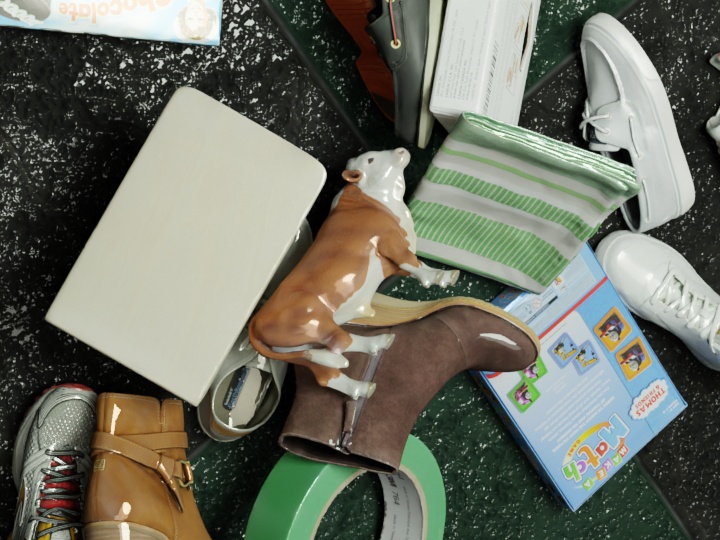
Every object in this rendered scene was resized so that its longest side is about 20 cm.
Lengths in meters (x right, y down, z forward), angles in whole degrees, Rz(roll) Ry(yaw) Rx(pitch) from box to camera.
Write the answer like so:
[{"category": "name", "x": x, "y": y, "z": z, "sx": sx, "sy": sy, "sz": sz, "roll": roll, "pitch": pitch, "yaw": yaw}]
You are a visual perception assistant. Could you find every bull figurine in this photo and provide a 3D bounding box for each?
[{"category": "bull figurine", "x": 0.000, "y": 0.000, "z": 1.116, "sx": 0.121, "sy": 0.065, "sz": 0.200, "roll": 31, "pitch": 75, "yaw": 18}]

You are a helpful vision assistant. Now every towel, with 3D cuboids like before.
[{"category": "towel", "x": 0.119, "y": -0.047, "z": 1.149, "sx": 0.152, "sy": 0.200, "sz": 0.024, "roll": 18, "pitch": 61, "yaw": -8}]

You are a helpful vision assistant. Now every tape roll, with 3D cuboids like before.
[{"category": "tape roll", "x": -0.010, "y": 0.223, "z": 1.179, "sx": 0.200, "sy": 0.048, "sz": 0.202, "roll": -15, "pitch": 110, "yaw": -44}]

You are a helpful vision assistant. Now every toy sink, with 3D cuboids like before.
[{"category": "toy sink", "x": -0.126, "y": -0.019, "z": 1.081, "sx": 0.130, "sy": 0.112, "sz": 0.201, "roll": 29, "pitch": 89, "yaw": -2}]

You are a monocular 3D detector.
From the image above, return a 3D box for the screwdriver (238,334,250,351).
[{"category": "screwdriver", "x": -0.037, "y": -0.008, "z": 1.153, "sx": 0.200, "sy": 0.028, "sz": 0.029, "roll": -46, "pitch": 144, "yaw": -33}]

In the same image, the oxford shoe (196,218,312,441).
[{"category": "oxford shoe", "x": -0.080, "y": 0.045, "z": 1.159, "sx": 0.075, "sy": 0.058, "sz": 0.201, "roll": 18, "pitch": 88, "yaw": -21}]

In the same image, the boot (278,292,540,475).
[{"category": "boot", "x": 0.041, "y": 0.097, "z": 1.151, "sx": 0.199, "sy": 0.073, "sz": 0.167, "roll": 12, "pitch": 50, "yaw": 0}]

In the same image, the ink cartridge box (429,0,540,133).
[{"category": "ink cartridge box", "x": 0.108, "y": -0.206, "z": 1.160, "sx": 0.044, "sy": 0.176, "sz": 0.201, "roll": 10, "pitch": 87, "yaw": 14}]

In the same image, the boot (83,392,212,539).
[{"category": "boot", "x": -0.146, "y": 0.181, "z": 1.129, "sx": 0.073, "sy": 0.200, "sz": 0.156, "roll": -11, "pitch": 72, "yaw": 19}]

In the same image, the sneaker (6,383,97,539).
[{"category": "sneaker", "x": -0.229, "y": 0.187, "z": 1.102, "sx": 0.077, "sy": 0.082, "sz": 0.201, "roll": 7, "pitch": 94, "yaw": -23}]

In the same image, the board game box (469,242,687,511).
[{"category": "board game box", "x": 0.190, "y": 0.093, "z": 1.292, "sx": 0.151, "sy": 0.037, "sz": 0.200, "roll": -39, "pitch": 109, "yaw": -13}]

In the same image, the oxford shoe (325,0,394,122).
[{"category": "oxford shoe", "x": 0.019, "y": -0.222, "z": 1.158, "sx": 0.073, "sy": 0.071, "sz": 0.201, "roll": -34, "pitch": 120, "yaw": -19}]

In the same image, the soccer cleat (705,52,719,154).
[{"category": "soccer cleat", "x": 0.360, "y": -0.109, "z": 1.323, "sx": 0.085, "sy": 0.069, "sz": 0.201, "roll": -3, "pitch": 96, "yaw": -14}]

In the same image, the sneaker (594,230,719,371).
[{"category": "sneaker", "x": 0.309, "y": 0.034, "z": 1.292, "sx": 0.200, "sy": 0.115, "sz": 0.074, "roll": 35, "pitch": 86, "yaw": -22}]

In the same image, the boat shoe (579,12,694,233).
[{"category": "boat shoe", "x": 0.230, "y": -0.126, "z": 1.265, "sx": 0.068, "sy": 0.072, "sz": 0.201, "roll": -32, "pitch": 118, "yaw": -15}]

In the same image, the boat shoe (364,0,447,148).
[{"category": "boat shoe", "x": 0.037, "y": -0.192, "z": 1.102, "sx": 0.063, "sy": 0.074, "sz": 0.202, "roll": 5, "pitch": 120, "yaw": 10}]

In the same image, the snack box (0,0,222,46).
[{"category": "snack box", "x": -0.201, "y": -0.235, "z": 1.074, "sx": 0.199, "sy": 0.037, "sz": 0.117, "roll": 1, "pitch": 98, "yaw": -24}]
